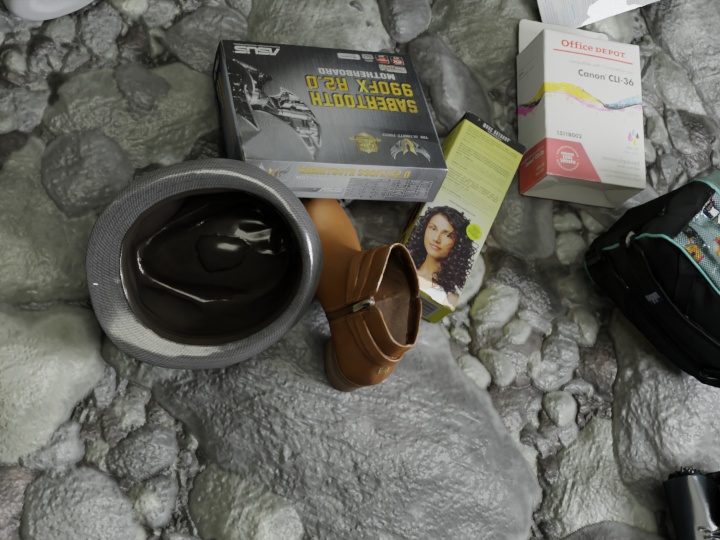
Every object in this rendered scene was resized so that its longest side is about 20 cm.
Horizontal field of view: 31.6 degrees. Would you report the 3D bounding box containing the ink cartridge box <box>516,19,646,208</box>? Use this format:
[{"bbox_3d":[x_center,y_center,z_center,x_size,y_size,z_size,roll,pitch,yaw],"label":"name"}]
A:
[{"bbox_3d":[0.227,-0.176,1.324,0.115,0.067,0.202,6,72,-18],"label":"ink cartridge box"}]

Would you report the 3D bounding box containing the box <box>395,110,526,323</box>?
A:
[{"bbox_3d":[0.090,-0.053,1.243,0.075,0.050,0.201,29,64,-9],"label":"box"}]

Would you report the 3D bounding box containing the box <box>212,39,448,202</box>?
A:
[{"bbox_3d":[-0.032,-0.141,1.199,0.198,0.049,0.160,2,50,-19],"label":"box"}]

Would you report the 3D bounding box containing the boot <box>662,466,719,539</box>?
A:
[{"bbox_3d":[0.387,0.274,1.226,0.198,0.076,0.170,7,69,-19],"label":"boot"}]

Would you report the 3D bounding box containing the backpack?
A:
[{"bbox_3d":[0.343,0.013,1.247,0.153,0.176,0.201,-38,92,-23],"label":"backpack"}]

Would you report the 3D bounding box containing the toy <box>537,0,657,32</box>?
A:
[{"bbox_3d":[0.272,-0.342,1.403,0.198,0.047,0.116,-19,104,-10],"label":"toy"}]

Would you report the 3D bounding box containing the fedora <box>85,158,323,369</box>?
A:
[{"bbox_3d":[-0.134,-0.010,1.104,0.198,0.090,0.179,-16,102,-4],"label":"fedora"}]

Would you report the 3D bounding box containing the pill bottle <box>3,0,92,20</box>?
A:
[{"bbox_3d":[-0.308,-0.339,1.160,0.103,0.104,0.202,-21,80,-25],"label":"pill bottle"}]

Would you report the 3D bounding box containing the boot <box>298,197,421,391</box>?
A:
[{"bbox_3d":[0.000,0.000,1.131,0.073,0.155,0.202,-10,76,-23],"label":"boot"}]
